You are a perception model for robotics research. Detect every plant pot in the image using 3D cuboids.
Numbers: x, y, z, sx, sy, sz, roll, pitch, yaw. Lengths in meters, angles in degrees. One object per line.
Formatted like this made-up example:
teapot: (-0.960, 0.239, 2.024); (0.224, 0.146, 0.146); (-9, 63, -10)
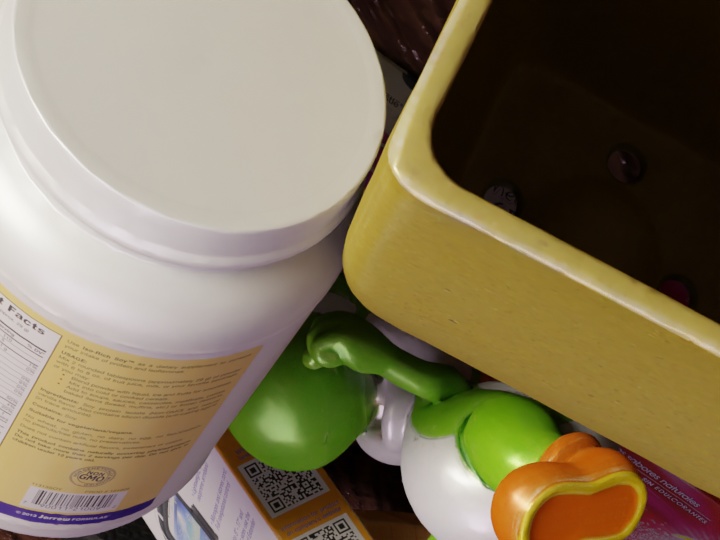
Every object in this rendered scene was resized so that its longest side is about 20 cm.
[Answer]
plant pot: (0.104, -0.036, 0.757); (0.193, 0.196, 0.200); (28, 159, -6)

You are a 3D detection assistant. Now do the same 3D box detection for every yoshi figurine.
yoshi figurine: (0.015, 0.068, 0.877); (0.112, 0.113, 0.200); (27, -172, -40)

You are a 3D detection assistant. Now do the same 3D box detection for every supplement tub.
supplement tub: (-0.085, -0.014, 0.800); (0.145, 0.146, 0.200); (28, 141, -7)

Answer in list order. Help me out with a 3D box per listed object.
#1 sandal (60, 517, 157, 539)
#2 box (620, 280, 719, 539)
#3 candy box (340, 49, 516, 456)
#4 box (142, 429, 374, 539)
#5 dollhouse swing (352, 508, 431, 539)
sandal: (-0.110, 0.144, 1.137); (0.075, 0.045, 0.200); (3, -162, -35)
box: (0.163, 0.086, 0.985); (0.199, 0.100, 0.095); (36, 149, -18)
candy box: (0.000, 0.000, 1.009); (0.136, 0.061, 0.200); (34, 149, -15)
box: (-0.053, 0.100, 1.019); (0.200, 0.041, 0.119); (55, 152, 26)
dollhouse swing: (0.022, 0.128, 1.151); (0.200, 0.175, 0.183); (30, 132, 57)
